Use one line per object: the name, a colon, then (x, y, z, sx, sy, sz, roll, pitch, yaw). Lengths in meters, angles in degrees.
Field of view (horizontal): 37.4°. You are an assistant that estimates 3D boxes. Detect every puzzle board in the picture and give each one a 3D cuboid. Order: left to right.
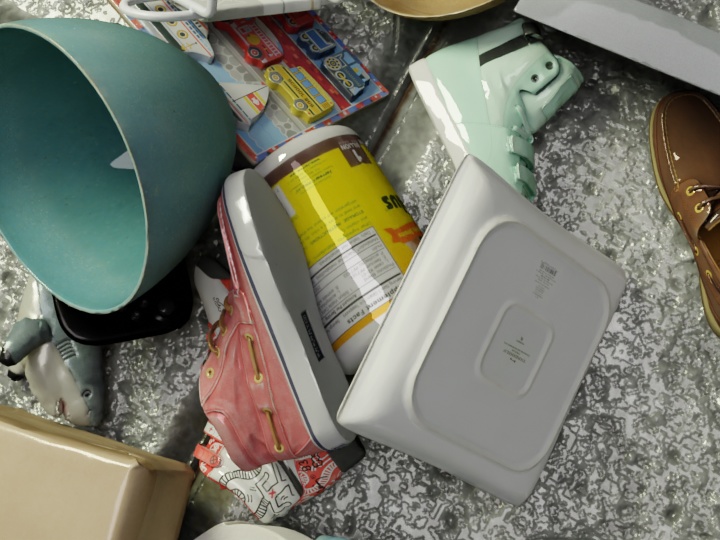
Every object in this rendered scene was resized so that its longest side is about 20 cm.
puzzle board: (-0.090, -0.184, 0.838, 0.150, 0.017, 0.200, -32, 75, -37)

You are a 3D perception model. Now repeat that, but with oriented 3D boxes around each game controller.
game controller: (-0.198, -0.040, 0.831, 0.104, 0.042, 0.201, -7, 71, -30)

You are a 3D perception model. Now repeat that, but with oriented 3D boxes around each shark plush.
shark plush: (-0.226, 0.022, 0.863, 0.083, 0.091, 0.201, 15, 61, -10)

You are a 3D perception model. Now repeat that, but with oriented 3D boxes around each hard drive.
hard drive: (0.216, -0.167, 0.777, 0.199, 0.135, 0.043, 25, 108, 10)

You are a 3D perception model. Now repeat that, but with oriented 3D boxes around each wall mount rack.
wall mount rack: (-0.104, -0.248, 0.823, 0.199, 0.075, 0.174, -16, 36, -33)

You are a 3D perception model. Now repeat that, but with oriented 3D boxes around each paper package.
paper package: (-0.238, 0.213, 0.776, 0.189, 0.103, 0.201, 12, 82, 23)

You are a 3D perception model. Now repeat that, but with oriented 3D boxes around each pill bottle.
pill bottle: (0.000, 0.000, 0.793, 0.109, 0.109, 0.201, -32, 79, 1)

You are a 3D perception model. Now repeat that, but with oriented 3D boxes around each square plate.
square plate: (0.100, 0.052, 0.744, 0.028, 0.199, 0.199, 20, 82, 53)

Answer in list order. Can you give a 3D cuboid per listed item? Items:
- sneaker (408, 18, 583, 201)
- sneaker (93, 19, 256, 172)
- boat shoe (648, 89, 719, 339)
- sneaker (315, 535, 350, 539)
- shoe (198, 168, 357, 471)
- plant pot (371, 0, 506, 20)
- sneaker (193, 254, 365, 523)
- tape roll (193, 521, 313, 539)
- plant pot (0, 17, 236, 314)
sneaker: (0.128, -0.098, 0.807, 0.118, 0.074, 0.201, -27, 76, 9)
sneaker: (-0.128, -0.134, 0.842, 0.199, 0.088, 0.075, 25, 87, 11)
boat shoe: (0.269, -0.045, 0.785, 0.071, 0.068, 0.202, -16, 79, 5)
sneaker: (-0.038, 0.290, 0.782, 0.082, 0.074, 0.201, 24, 89, 41)
shoe: (-0.077, 0.038, 0.733, 0.090, 0.071, 0.201, -20, 91, 19)
plant pot: (0.087, -0.271, 0.832, 0.199, 0.027, 0.201, -14, 57, 22)
sneaker: (-0.096, 0.093, 0.812, 0.108, 0.067, 0.202, -37, 81, -2)
tape roll: (-0.079, 0.280, 0.747, 0.202, 0.037, 0.204, -12, 70, 36)
plant pot: (-0.166, -0.088, 0.751, 0.200, 0.200, 0.134, 48, 46, 12)
